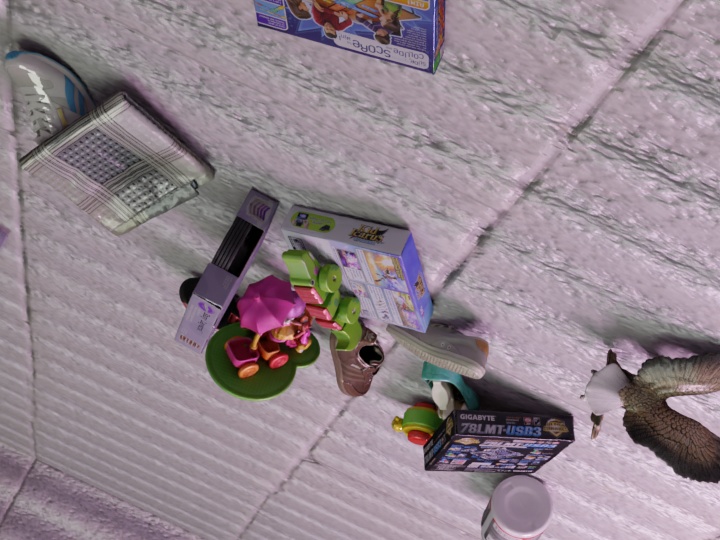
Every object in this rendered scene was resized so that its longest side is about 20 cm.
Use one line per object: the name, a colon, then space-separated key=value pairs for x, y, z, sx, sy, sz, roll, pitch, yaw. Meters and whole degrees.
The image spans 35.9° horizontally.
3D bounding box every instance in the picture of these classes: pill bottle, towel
pill bottle: x=0.286 y=0.465 z=2.068 sx=0.113 sy=0.114 sz=0.200 roll=20 pitch=153 yaw=8
towel: x=-0.320 y=-0.131 z=1.485 sx=0.192 sy=0.035 sz=0.200 roll=-28 pitch=138 yaw=21

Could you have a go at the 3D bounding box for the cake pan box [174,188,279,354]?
cake pan box: x=-0.188 y=0.004 z=1.559 sx=0.052 sy=0.185 sz=0.200 roll=27 pitch=154 yaw=-5

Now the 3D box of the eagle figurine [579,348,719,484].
eagle figurine: x=0.401 y=0.171 z=1.455 sx=0.199 sy=0.151 sz=0.152 roll=17 pitch=144 yaw=37

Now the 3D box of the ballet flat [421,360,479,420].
ballet flat: x=0.138 y=0.197 z=1.761 sx=0.067 sy=0.071 sz=0.200 roll=6 pitch=148 yaw=26

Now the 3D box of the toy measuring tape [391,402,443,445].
toy measuring tape: x=0.138 y=0.261 z=1.884 sx=0.199 sy=0.074 sz=0.074 roll=-2 pitch=144 yaw=29

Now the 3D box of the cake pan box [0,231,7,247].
cake pan box: x=-0.754 y=-0.071 z=2.013 sx=0.199 sy=0.053 sz=0.184 roll=32 pitch=150 yaw=-16

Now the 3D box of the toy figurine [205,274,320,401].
toy figurine: x=-0.129 y=0.084 z=1.726 sx=0.151 sy=0.199 sz=0.185 roll=58 pitch=145 yaw=28

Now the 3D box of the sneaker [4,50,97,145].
sneaker: x=-0.402 y=-0.207 z=1.473 sx=0.076 sy=0.081 sz=0.200 roll=4 pitch=145 yaw=36

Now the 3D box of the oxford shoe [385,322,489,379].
oxford shoe: x=0.117 y=0.107 z=1.643 sx=0.199 sy=0.058 sz=0.075 roll=16 pitch=162 yaw=49

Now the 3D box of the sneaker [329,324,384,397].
sneaker: x=0.003 y=0.153 z=1.794 sx=0.075 sy=0.071 sz=0.200 roll=12 pitch=151 yaw=20

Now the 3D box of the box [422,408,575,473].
box: x=0.219 y=0.279 z=1.794 sx=0.198 sy=0.050 sz=0.199 roll=3 pitch=153 yaw=-10

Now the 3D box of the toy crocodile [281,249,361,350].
toy crocodile: x=-0.053 y=0.039 z=1.549 sx=0.067 sy=0.062 sz=0.200 roll=8 pitch=148 yaw=30

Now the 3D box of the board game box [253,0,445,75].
board game box: x=-0.014 y=-0.272 z=1.094 sx=0.199 sy=0.035 sz=0.136 roll=18 pitch=153 yaw=12

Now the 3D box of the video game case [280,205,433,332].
video game case: x=0.000 y=0.000 z=1.553 sx=0.180 sy=0.046 sz=0.200 roll=14 pitch=151 yaw=22

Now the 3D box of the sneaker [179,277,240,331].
sneaker: x=-0.224 y=0.086 z=1.857 sx=0.199 sy=0.074 sz=0.087 roll=34 pitch=155 yaw=-15
